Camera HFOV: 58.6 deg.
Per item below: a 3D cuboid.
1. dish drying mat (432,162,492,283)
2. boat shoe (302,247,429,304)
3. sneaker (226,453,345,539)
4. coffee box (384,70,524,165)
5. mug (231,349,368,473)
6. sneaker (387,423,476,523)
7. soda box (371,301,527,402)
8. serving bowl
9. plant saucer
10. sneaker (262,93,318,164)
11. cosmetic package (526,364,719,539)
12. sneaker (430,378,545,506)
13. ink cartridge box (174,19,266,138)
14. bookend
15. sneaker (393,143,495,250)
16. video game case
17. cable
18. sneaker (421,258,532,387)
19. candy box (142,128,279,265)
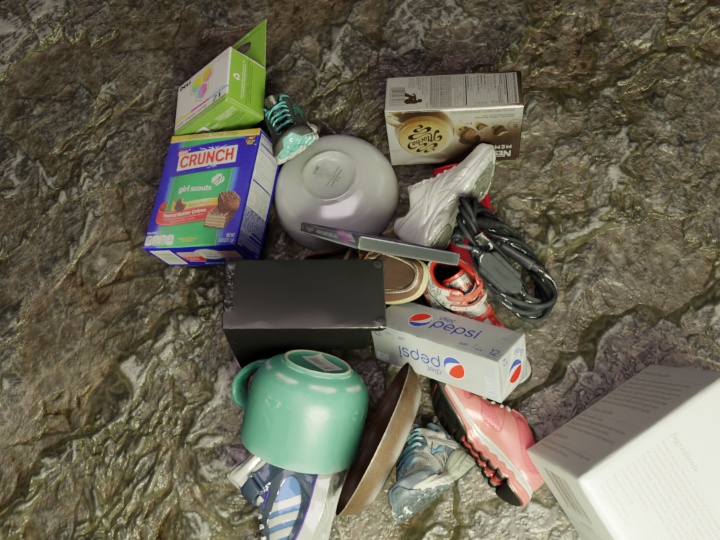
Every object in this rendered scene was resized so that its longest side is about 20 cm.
[{"bbox_3d":[0.163,-0.074,0.964,0.077,0.018,0.201,-10,68,6],"label":"dish drying mat"},{"bbox_3d":[0.000,0.000,0.888,0.200,0.072,0.072,12,86,41],"label":"boat shoe"},{"bbox_3d":[-0.115,0.314,0.826,0.146,0.081,0.200,13,74,22],"label":"sneaker"},{"bbox_3d":[0.142,-0.229,0.973,0.199,0.113,0.080,-1,56,8],"label":"coffee box"},{"bbox_3d":[-0.081,0.164,0.813,0.185,0.152,0.115,14,99,0],"label":"mug"},{"bbox_3d":[0.067,0.232,0.764,0.078,0.200,0.086,-42,72,14],"label":"sneaker"},{"bbox_3d":[0.110,0.098,0.827,0.200,0.064,0.068,13,36,40],"label":"soda box"},{"bbox_3d":[-0.043,-0.132,0.993,0.199,0.066,0.201,-3,67,8],"label":"serving bowl"},{"bbox_3d":[0.027,0.209,0.781,0.032,0.200,0.201,27,74,2],"label":"plant saucer"},{"bbox_3d":[-0.117,-0.221,0.970,0.078,0.200,0.091,-34,108,5],"label":"sneaker"},{"bbox_3d":[0.333,0.229,0.715,0.200,0.167,0.167,-32,87,-5],"label":"cosmetic package"},{"bbox_3d":[0.169,0.202,0.837,0.087,0.074,0.200,-29,69,-20],"label":"sneaker"},{"bbox_3d":[-0.229,-0.316,1.055,0.148,0.076,0.201,-21,62,39],"label":"ink cartridge box"},{"bbox_3d":[-0.073,0.064,0.868,0.199,0.199,0.092,0,68,-3],"label":"bookend"},{"bbox_3d":[0.119,-0.117,0.943,0.099,0.078,0.200,34,80,28],"label":"sneaker"},{"bbox_3d":[0.019,-0.038,0.858,0.143,0.200,0.019,9,96,-26],"label":"video game case"},{"bbox_3d":[0.195,-0.015,0.874,0.051,0.200,0.163,-42,22,26],"label":"cable"},{"bbox_3d":[0.155,0.066,0.858,0.067,0.108,0.201,-35,67,-13],"label":"sneaker"},{"bbox_3d":[-0.226,-0.113,0.994,0.169,0.077,0.201,-1,66,22],"label":"candy box"}]
